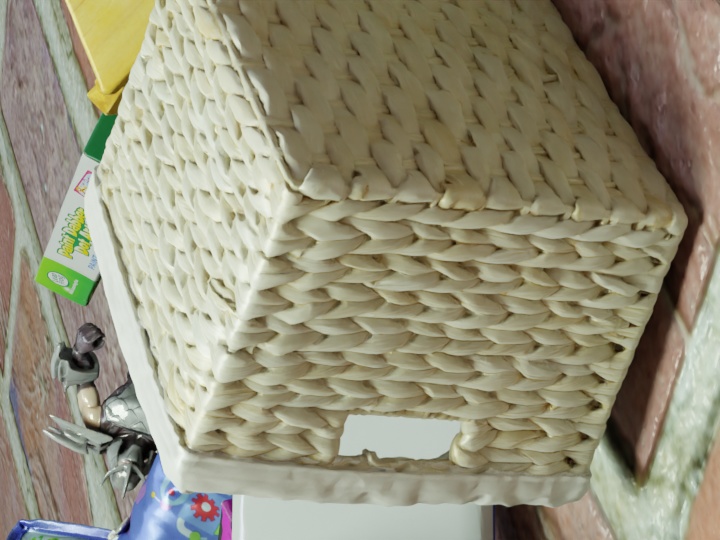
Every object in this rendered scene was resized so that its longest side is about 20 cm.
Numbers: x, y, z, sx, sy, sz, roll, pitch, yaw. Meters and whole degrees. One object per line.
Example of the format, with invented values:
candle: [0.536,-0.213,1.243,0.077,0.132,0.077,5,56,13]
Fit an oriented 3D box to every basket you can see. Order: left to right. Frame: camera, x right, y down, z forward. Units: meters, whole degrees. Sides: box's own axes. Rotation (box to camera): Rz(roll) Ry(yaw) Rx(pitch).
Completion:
basket: [0.006,-0.023,1.062,0.200,0.197,0.161,-115,38,-48]

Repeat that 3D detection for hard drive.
hard drive: [0.001,0.102,1.203,0.025,0.131,0.201,33,-126,-63]

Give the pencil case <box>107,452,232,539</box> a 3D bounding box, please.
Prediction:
pencil case: [-0.076,0.108,1.350,0.201,0.086,0.078,-65,-6,23]

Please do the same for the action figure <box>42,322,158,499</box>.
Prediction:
action figure: [-0.126,0.053,1.560,0.069,0.129,0.201,131,157,-58]

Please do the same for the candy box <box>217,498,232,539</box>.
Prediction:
candy box: [-0.034,0.234,1.317,0.137,0.061,0.201,-121,31,-46]

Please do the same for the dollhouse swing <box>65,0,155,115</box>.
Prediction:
dollhouse swing: [-0.118,-0.206,1.280,0.176,0.182,0.200,45,-173,1]

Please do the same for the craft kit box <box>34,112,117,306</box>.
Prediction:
craft kit box: [-0.134,-0.102,1.567,0.198,0.048,0.201,118,176,-62]

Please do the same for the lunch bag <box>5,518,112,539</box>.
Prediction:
lunch bag: [-0.125,0.256,1.478,0.128,0.199,0.171,-60,-32,-48]
